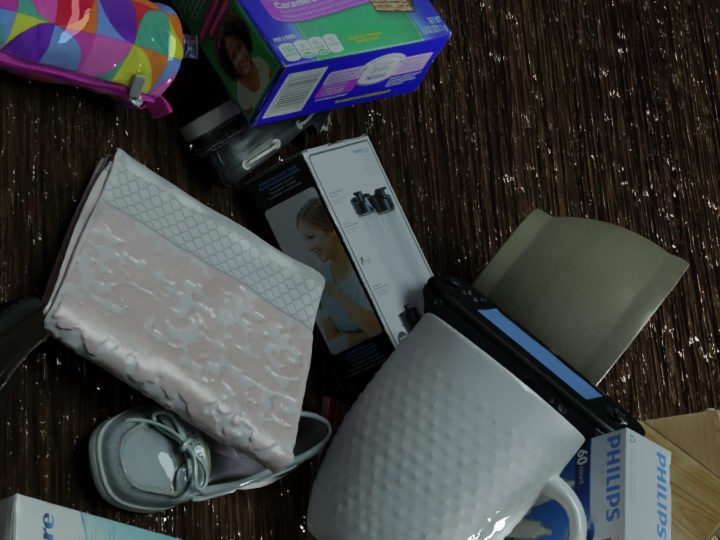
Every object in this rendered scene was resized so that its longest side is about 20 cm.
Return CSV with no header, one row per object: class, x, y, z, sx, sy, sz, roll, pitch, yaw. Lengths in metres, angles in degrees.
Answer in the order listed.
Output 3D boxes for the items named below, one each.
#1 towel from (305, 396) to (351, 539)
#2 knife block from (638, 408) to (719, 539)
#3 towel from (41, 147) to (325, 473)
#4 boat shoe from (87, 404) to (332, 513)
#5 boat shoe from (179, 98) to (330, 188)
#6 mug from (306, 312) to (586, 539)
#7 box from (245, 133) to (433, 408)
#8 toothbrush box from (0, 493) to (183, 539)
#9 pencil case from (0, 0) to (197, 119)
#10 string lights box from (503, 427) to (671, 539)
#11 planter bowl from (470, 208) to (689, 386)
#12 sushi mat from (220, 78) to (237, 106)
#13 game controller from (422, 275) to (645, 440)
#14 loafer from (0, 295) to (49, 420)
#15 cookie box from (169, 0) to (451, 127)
towel,0.032,0.195,1.551,0.200,0.022,0.145,30,52,-37
knife block,0.271,0.212,1.699,0.064,0.200,0.176,51,32,-71
towel,-0.117,0.024,1.392,0.200,0.032,0.191,33,38,-18
boat shoe,-0.104,0.122,1.382,0.202,0.065,0.074,4,68,-51
boat shoe,-0.059,-0.121,1.566,0.200,0.074,0.060,-34,98,-51
mug,0.069,0.159,1.431,0.200,0.175,0.148,39,-2,14
box,0.000,0.000,1.566,0.117,0.060,0.200,-24,88,-62
toothbrush box,-0.173,0.208,1.179,0.200,0.146,0.085,26,52,-43
pencil case,-0.210,-0.167,1.393,0.200,0.088,0.088,14,61,-46
string lights box,0.136,0.195,1.495,0.059,0.200,0.103,29,52,-37
planter bowl,0.162,0.033,1.684,0.135,0.200,0.200,38,38,6
sushi mat,-0.098,-0.208,1.549,0.096,0.012,0.200,-9,60,-38
game controller,0.134,0.070,1.544,0.200,0.042,0.104,40,20,15
loafer,-0.252,0.090,1.217,0.071,0.073,0.200,59,45,-20
cookie box,-0.056,-0.219,1.521,0.171,0.075,0.200,-16,64,-39
